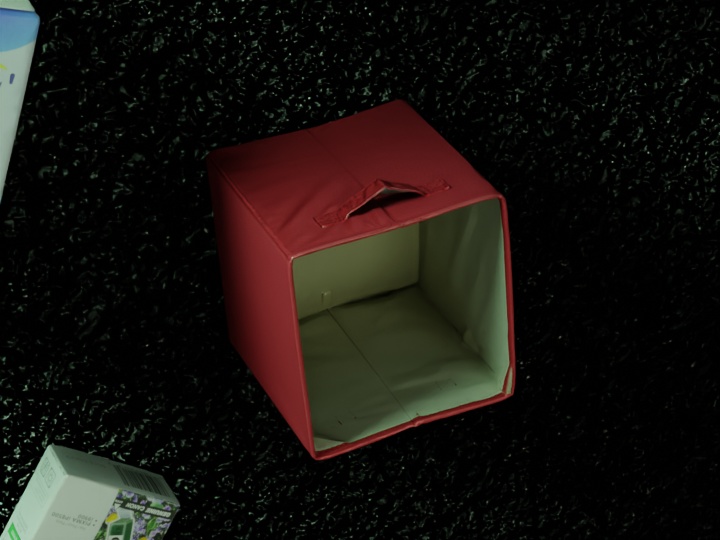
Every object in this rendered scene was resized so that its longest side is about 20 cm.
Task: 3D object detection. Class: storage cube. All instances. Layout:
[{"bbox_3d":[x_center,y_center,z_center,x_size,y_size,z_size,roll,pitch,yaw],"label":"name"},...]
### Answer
[{"bbox_3d":[0.000,0.000,1.654,0.170,0.180,0.202,-17,123,-17],"label":"storage cube"}]

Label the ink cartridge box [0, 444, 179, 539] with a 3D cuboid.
[{"bbox_3d":[-0.236,0.243,1.753,0.108,0.050,0.201,19,106,-33],"label":"ink cartridge box"}]

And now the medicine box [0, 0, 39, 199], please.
[{"bbox_3d":[-0.328,-0.107,1.476,0.181,0.103,0.202,3,116,-28],"label":"medicine box"}]
